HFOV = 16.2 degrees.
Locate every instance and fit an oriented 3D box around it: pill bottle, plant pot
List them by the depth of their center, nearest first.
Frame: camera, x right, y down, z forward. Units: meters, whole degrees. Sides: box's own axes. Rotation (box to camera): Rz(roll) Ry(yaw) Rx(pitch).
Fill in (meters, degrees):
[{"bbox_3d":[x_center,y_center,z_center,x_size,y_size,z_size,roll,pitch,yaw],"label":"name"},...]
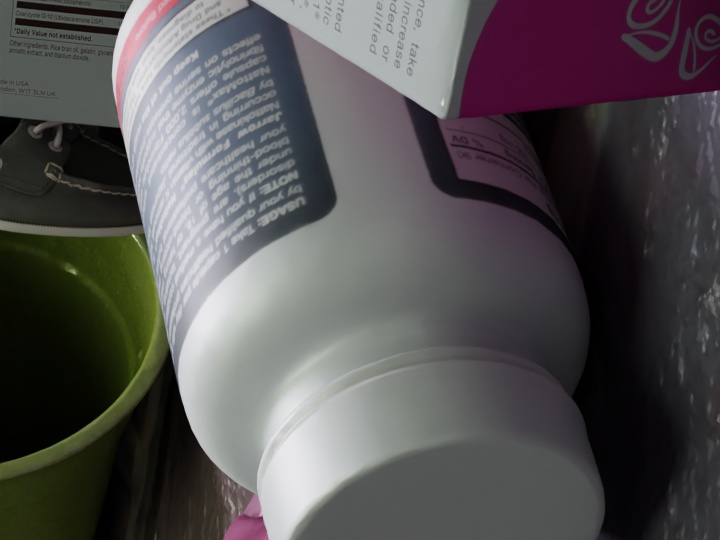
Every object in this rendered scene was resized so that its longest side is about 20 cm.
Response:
[{"bbox_3d":[0.000,0.000,0.730,0.120,0.119,0.201,112,152,-42],"label":"pill bottle"},{"bbox_3d":[-0.188,0.077,1.172,0.191,0.199,0.201,98,162,-47],"label":"plant pot"}]

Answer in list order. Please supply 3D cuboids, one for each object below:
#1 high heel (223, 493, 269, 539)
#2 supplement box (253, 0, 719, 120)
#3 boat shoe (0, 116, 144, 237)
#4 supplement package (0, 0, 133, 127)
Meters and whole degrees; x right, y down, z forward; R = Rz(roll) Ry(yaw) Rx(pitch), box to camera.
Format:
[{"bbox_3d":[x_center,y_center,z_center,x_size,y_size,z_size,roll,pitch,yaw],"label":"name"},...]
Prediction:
[{"bbox_3d":[-0.013,0.110,0.816,0.200,0.067,0.096,-143,68,-72],"label":"high heel"},{"bbox_3d":[0.008,-0.126,0.670,0.200,0.101,0.104,35,123,45],"label":"supplement box"},{"bbox_3d":[-0.178,-0.061,1.110,0.067,0.199,0.057,-80,2,-66],"label":"boat shoe"},{"bbox_3d":[-0.142,-0.180,1.051,0.191,0.146,0.201,-119,35,-74],"label":"supplement package"}]
